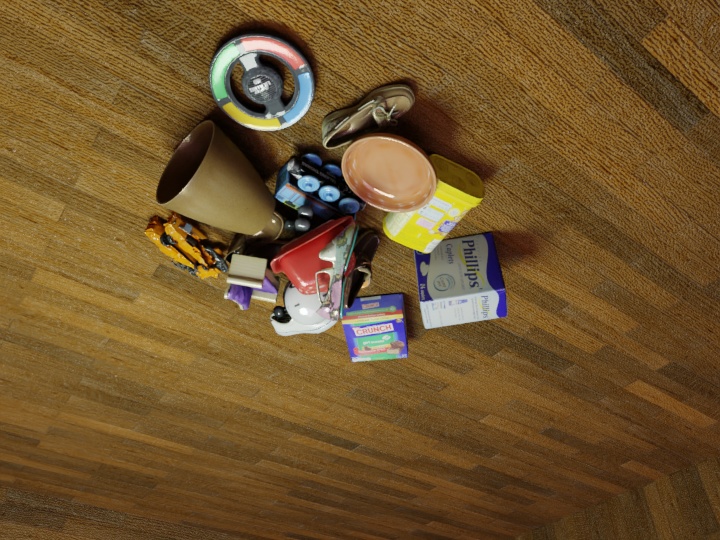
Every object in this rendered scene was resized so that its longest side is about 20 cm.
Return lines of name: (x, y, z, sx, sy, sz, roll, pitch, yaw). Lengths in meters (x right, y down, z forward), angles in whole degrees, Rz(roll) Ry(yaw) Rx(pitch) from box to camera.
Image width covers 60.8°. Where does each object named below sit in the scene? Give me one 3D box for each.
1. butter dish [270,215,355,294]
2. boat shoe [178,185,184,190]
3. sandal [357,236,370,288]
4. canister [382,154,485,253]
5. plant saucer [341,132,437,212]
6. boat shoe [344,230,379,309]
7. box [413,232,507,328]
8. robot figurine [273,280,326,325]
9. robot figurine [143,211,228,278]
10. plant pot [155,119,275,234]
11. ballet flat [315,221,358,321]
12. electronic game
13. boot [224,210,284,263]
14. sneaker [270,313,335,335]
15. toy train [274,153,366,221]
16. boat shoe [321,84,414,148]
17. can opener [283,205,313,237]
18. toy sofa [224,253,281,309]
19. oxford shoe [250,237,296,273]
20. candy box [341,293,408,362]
butter dish: (-0.080, -0.005, 1.325, 0.197, 0.150, 0.200, -28, 175, -7)
boat shoe: (-0.330, -0.145, 1.332, 0.197, 0.073, 0.065, 23, 129, -33)
sandal: (-0.017, -0.010, 1.499, 0.077, 0.060, 0.208, -13, 137, 12)
canister: (0.154, -0.139, 1.342, 0.146, 0.088, 0.200, 20, 136, -22)
plant saucer: (0.060, -0.198, 1.225, 0.196, 0.038, 0.202, 14, 145, 10)
boat shoe: (0.000, 0.000, 1.414, 0.071, 0.202, 0.072, 15, 154, 40)
box: (0.233, 0.022, 1.450, 0.195, 0.187, 0.106, -9, 137, 8)
robot figurine: (-0.128, 0.064, 1.484, 0.123, 0.153, 0.200, 27, 177, -8)
robot figurine: (-0.395, -0.052, 1.429, 0.143, 0.059, 0.200, -10, 140, 34)
plant pot: (-0.271, -0.163, 1.228, 0.185, 0.189, 0.199, -32, 132, 30)
ballet flat: (-0.053, 0.000, 1.227, 0.069, 0.069, 0.205, 10, 98, -2)
electronic game: (-0.181, -0.344, 1.134, 0.195, 0.042, 0.202, -1, 138, 0)
boot: (-0.240, -0.069, 1.385, 0.073, 0.076, 0.199, 42, 134, -15)
sneaker: (-0.151, 0.127, 1.638, 0.196, 0.074, 0.071, -16, 142, 17)
toy train: (-0.084, -0.168, 1.307, 0.198, 0.088, 0.114, 26, 141, -30)
boat shoe: (0.016, -0.290, 1.185, 0.197, 0.064, 0.073, -22, 134, 21)
can opener: (-0.135, -0.096, 1.331, 0.065, 0.054, 0.200, 14, 171, -9)
toy sofa: (-0.242, 0.036, 1.402, 0.081, 0.100, 0.200, 9, 168, 4)
oxford shoe: (-0.194, -0.028, 1.463, 0.196, 0.074, 0.072, -13, 140, 13)
candy box: (0.043, 0.160, 1.679, 0.165, 0.078, 0.202, -6, 137, 5)
